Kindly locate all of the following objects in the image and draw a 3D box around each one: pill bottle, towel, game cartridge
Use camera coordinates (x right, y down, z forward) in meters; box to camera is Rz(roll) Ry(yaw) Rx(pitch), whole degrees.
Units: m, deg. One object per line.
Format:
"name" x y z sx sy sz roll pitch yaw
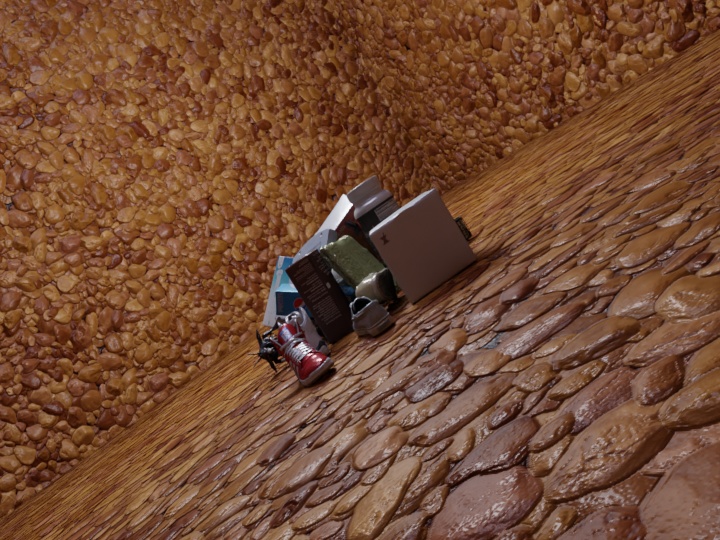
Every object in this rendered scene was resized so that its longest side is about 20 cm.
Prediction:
"pill bottle" 0.052 -0.130 1.662 0.114 0.203 0.116 -32 3 2
"towel" 0.000 0.000 1.570 0.037 0.200 0.148 -52 -12 30
"game cartridge" -0.123 -0.022 1.675 0.199 0.040 0.137 -34 44 49

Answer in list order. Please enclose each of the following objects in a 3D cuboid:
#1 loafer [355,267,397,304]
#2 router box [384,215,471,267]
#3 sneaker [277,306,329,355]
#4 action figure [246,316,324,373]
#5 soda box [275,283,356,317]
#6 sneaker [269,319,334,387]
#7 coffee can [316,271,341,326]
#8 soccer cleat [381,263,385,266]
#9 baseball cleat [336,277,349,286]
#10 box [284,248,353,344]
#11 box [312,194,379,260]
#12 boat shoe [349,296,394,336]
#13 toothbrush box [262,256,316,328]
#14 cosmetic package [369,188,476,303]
"loafer" 0.034 0.038 1.433 0.066 0.078 0.200 -15 -7 13
"router box" 0.168 -0.046 1.652 0.149 0.063 0.198 -39 6 -41
"sneaker" -0.127 0.144 1.448 0.074 0.117 0.200 -33 4 -9
"action figure" -0.183 0.171 1.619 0.197 0.121 0.102 -30 -3 -26
"soda box" -0.109 0.075 1.612 0.194 0.066 0.068 3 15 9
"sneaker" -0.116 0.155 1.256 0.070 0.114 0.199 -34 4 -18
"coffee can" -0.091 0.056 1.929 0.197 0.148 0.146 -32 4 21
"soccer cleat" 0.040 0.040 1.703 0.081 0.068 0.200 -46 -3 35
"baseball cleat" -0.051 0.058 1.707 0.194 0.072 0.107 -15 19 -7
"box" -0.087 0.058 1.517 0.074 0.203 0.100 -29 5 12
"box" -0.005 -0.081 1.788 0.154 0.199 0.106 -53 27 0
"boat shoe" 0.015 0.084 1.313 0.069 0.073 0.201 -34 4 -11
"toothbrush box" -0.183 0.073 1.831 0.144 0.206 0.084 5 -10 46
"cosmetic package" 0.125 -0.056 1.385 0.165 0.169 0.200 -33 3 4
